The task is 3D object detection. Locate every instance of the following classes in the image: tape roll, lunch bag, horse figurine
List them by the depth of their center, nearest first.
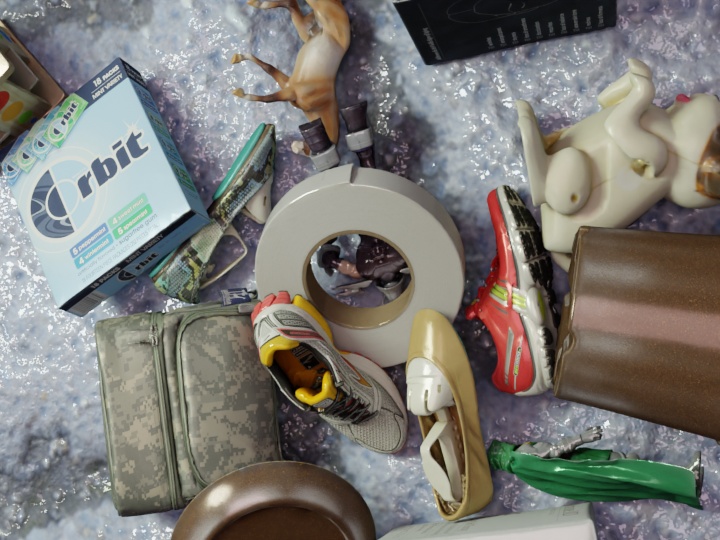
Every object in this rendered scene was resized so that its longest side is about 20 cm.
[{"bbox_3d":[0.000,0.000,1.180,0.200,0.037,0.205,4,122,6],"label":"tape roll"},{"bbox_3d":[-0.161,0.127,1.214,0.165,0.139,0.203,-7,84,-6],"label":"lunch bag"},{"bbox_3d":[-0.058,-0.218,1.244,0.131,0.050,0.203,19,74,-29],"label":"horse figurine"}]

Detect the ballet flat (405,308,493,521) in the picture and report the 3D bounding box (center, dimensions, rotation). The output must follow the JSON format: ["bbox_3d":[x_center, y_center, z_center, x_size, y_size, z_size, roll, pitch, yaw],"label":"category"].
[{"bbox_3d":[0.077,0.137,1.163,0.068,0.063,0.203,-5,106,46],"label":"ballet flat"}]

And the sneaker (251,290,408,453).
[{"bbox_3d":[-0.031,0.112,1.178,0.078,0.083,0.200,-38,116,20],"label":"sneaker"}]

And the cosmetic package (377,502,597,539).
[{"bbox_3d":[0.121,0.307,1.118,0.197,0.167,0.169,-9,83,10],"label":"cosmetic package"}]

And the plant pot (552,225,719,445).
[{"bbox_3d":[0.272,0.051,1.086,0.195,0.200,0.203,9,87,8],"label":"plant pot"}]

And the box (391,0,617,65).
[{"bbox_3d":[0.128,-0.289,1.154,0.194,0.200,0.126,-12,81,10],"label":"box"}]

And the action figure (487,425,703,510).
[{"bbox_3d":[0.211,0.180,1.156,0.197,0.118,0.055,4,62,20],"label":"action figure"}]

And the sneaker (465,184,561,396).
[{"bbox_3d":[0.136,0.019,1.192,0.084,0.077,0.203,-14,77,25],"label":"sneaker"}]

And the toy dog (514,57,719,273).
[{"bbox_3d":[0.252,-0.093,1.146,0.197,0.140,0.197,-12,96,10],"label":"toy dog"}]

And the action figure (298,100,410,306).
[{"bbox_3d":[0.008,-0.058,1.223,0.129,0.069,0.202,-19,98,-2],"label":"action figure"}]

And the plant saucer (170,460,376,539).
[{"bbox_3d":[-0.079,0.271,1.173,0.197,0.032,0.203,-4,115,-9],"label":"plant saucer"}]

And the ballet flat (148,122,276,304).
[{"bbox_3d":[-0.130,-0.052,1.262,0.074,0.074,0.201,39,95,12],"label":"ballet flat"}]

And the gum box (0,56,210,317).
[{"bbox_3d":[-0.260,-0.084,1.263,0.169,0.044,0.201,-35,64,12],"label":"gum box"}]

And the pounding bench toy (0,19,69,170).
[{"bbox_3d":[-0.432,-0.165,1.279,0.200,0.156,0.124,-44,79,5],"label":"pounding bench toy"}]
